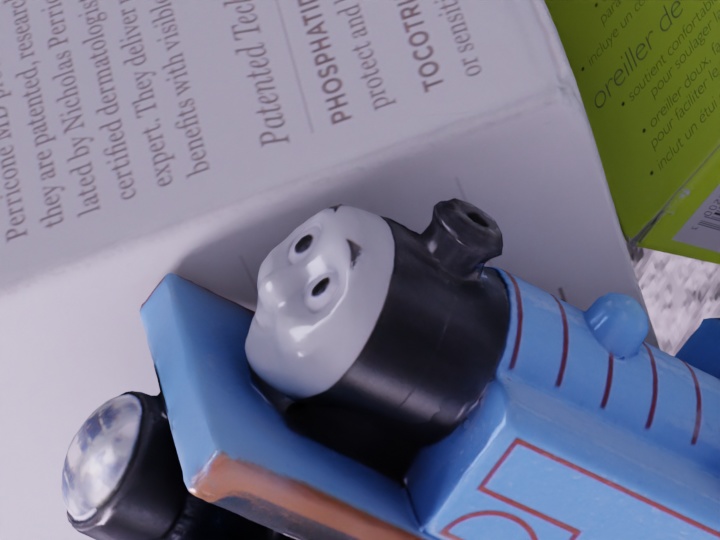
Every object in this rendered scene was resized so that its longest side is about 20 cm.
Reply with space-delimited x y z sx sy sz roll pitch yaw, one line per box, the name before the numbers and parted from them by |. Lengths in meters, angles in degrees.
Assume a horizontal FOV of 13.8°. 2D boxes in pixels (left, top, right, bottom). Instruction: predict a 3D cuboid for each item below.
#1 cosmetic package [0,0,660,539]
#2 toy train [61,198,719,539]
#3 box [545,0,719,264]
cosmetic package | -0.041 -0.006 0.730 0.166 0.200 0.167 -106 -6 -45
toy train | 0.038 0.056 0.633 0.114 0.200 0.087 -55 27 17
box | 0.089 -0.113 0.762 0.122 0.048 0.200 -51 42 35
